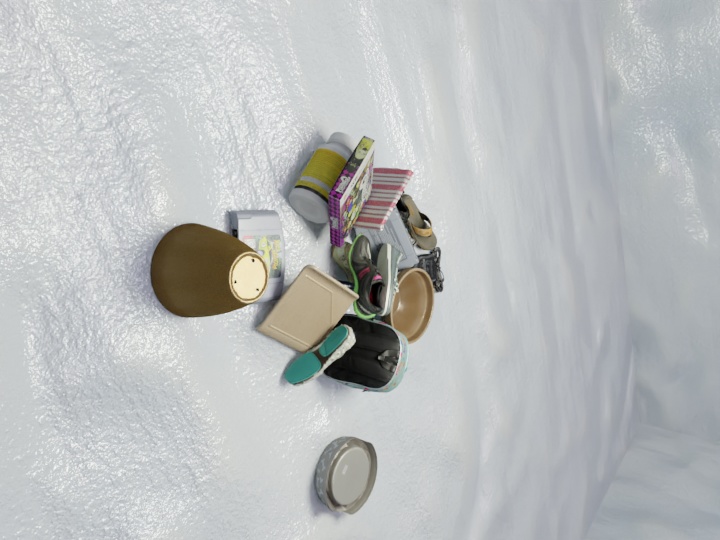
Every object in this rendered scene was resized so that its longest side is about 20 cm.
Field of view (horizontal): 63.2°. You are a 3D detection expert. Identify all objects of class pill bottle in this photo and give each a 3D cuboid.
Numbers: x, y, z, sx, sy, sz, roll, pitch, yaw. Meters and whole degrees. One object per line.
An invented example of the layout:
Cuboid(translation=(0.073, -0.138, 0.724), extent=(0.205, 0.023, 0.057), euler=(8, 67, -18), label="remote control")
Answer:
Cuboid(translation=(-0.078, -0.223, 1.376), extent=(0.111, 0.110, 0.203), euler=(46, 61, -39), label="pill bottle")

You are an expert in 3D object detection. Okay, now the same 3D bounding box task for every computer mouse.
Cuboid(translation=(0.186, 0.004, 1.741), extent=(0.198, 0.052, 0.143), euler=(-7, 94, -58), label="computer mouse")

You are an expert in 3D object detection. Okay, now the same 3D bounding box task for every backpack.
Cuboid(translation=(0.023, 0.213, 1.464), extent=(0.150, 0.196, 0.182), euler=(34, 67, -59), label="backpack")

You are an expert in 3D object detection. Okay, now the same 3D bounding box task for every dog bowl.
Cuboid(translation=(-0.039, 0.530, 1.527), extent=(0.197, 0.058, 0.206), euler=(-5, 97, -48), label="dog bowl")

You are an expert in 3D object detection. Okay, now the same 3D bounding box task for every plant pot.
Cuboid(translation=(-0.269, 0.006, 1.120), extent=(0.184, 0.197, 0.192), euler=(-5, 97, -48), label="plant pot")
Cuboid(translation=(0.110, 0.091, 1.594), extent=(0.198, 0.091, 0.207), euler=(-12, 106, -48), label="plant pot")

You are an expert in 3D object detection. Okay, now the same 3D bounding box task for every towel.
Cuboid(translation=(0.037, -0.182, 1.485), extent=(0.203, 0.144, 0.030), euler=(-61, 139, -24), label="towel")

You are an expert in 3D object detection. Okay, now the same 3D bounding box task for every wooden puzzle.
Cuboid(translation=(-0.121, 0.093, 1.355), extent=(0.201, 0.037, 0.184), euler=(-49, 134, 7), label="wooden puzzle")

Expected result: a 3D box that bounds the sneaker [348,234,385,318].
Cuboid(translation=(0.022, 0.013, 1.426), extent=(0.076, 0.082, 0.206), euler=(-1, 83, -54), label="sneaker")

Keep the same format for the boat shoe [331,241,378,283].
Cuboid(translation=(0.000, 0.000, 1.517), extent=(0.200, 0.062, 0.074), euler=(46, 65, -39), label="boat shoe")

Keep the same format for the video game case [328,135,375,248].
Cuboid(translation=(-0.020, -0.178, 1.359), extent=(0.201, 0.035, 0.184), euler=(93, 23, -62), label="video game case")

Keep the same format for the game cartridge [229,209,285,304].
Cuboid(translation=(-0.224, -0.030, 1.288), extent=(0.132, 0.040, 0.206), euler=(-9, 100, -51), label="game cartridge")

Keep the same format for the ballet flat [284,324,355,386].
Cuboid(translation=(-0.088, 0.212, 1.391), extent=(0.199, 0.072, 0.072), euler=(-38, 126, -1), label="ballet flat")

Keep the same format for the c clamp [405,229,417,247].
Cuboid(translation=(0.086, -0.105, 1.554), extent=(0.202, 0.168, 0.027), euler=(56, 10, -34), label="c clamp")

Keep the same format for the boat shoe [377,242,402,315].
Cuboid(translation=(0.077, 0.026, 1.473), extent=(0.061, 0.073, 0.204), euler=(20, 54, -23), label="boat shoe")

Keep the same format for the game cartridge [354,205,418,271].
Cuboid(translation=(0.062, -0.077, 1.538), extent=(0.041, 0.131, 0.202), euler=(-103, 168, -55), label="game cartridge")

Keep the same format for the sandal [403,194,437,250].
Cuboid(translation=(0.177, -0.139, 1.706), extent=(0.082, 0.054, 0.202), euler=(-54, 126, -35), label="sandal")

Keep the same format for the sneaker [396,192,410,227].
Cuboid(translation=(0.095, -0.132, 1.593), extent=(0.076, 0.089, 0.205), euler=(-37, 121, -46), label="sneaker")

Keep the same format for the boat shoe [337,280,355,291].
Cuboid(translation=(-0.079, 0.064, 1.440), extent=(0.196, 0.072, 0.074), euler=(1, 98, -38), label="boat shoe")
